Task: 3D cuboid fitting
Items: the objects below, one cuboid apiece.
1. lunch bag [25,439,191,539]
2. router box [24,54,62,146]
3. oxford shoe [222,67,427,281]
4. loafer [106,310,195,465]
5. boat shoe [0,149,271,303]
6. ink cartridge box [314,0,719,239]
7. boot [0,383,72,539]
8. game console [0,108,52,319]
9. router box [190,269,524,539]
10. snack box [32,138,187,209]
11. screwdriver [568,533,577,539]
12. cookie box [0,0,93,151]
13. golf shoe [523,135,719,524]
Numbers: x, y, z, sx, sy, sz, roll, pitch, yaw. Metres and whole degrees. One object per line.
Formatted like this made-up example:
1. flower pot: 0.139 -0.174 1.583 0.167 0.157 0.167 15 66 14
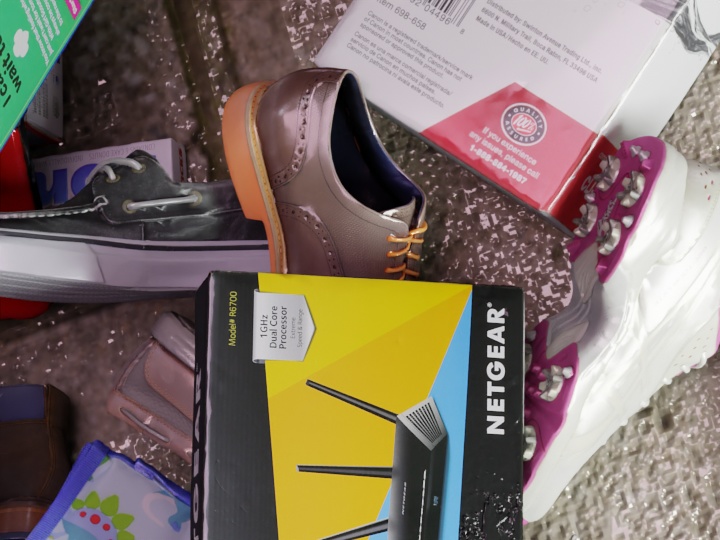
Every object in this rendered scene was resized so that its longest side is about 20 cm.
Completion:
1. lunch bag: -0.107 0.205 1.377 0.170 0.127 0.200 32 85 -2
2. router box: -0.248 -0.160 1.544 0.179 0.049 0.200 -5 79 17
3. oxford shoe: 0.000 0.000 1.394 0.073 0.071 0.200 -16 101 37
4. loafer: -0.040 0.103 1.417 0.200 0.072 0.063 41 93 22
5. boat shoe: -0.110 -0.023 1.424 0.200 0.072 0.071 0 83 -26
6. ink cartridge box: 0.098 -0.138 1.410 0.144 0.084 0.200 34 92 21
7. boot: -0.228 0.120 1.490 0.200 0.075 0.097 -11 55 21
8. game console: -0.243 -0.073 1.492 0.200 0.119 0.173 -1 116 18
9. router box: -0.002 0.105 1.330 0.149 0.051 0.200 3 78 -11
10. snack box: -0.184 -0.018 1.511 0.200 0.024 0.072 -8 76 17
11. screwdriver: 0.075 0.222 1.385 0.028 0.029 0.200 15 81 20
12. cookie box: -0.223 -0.140 1.416 0.171 0.075 0.200 12 57 25
13. golf shoe: 0.126 0.039 1.374 0.091 0.075 0.200 18 110 -21
